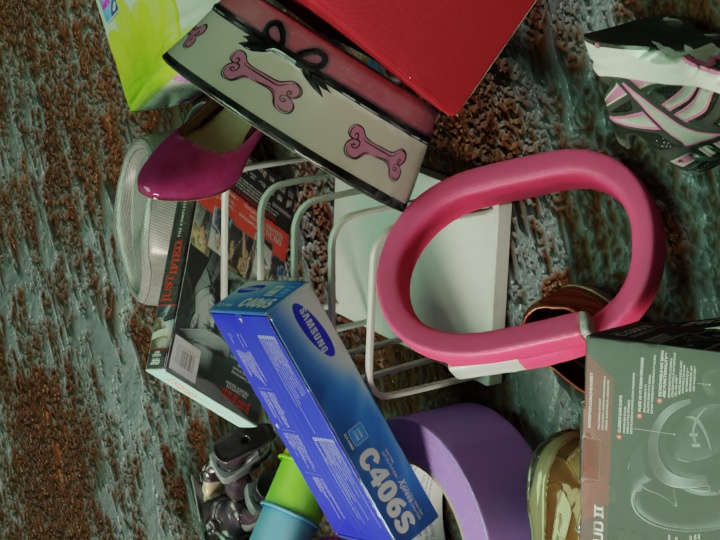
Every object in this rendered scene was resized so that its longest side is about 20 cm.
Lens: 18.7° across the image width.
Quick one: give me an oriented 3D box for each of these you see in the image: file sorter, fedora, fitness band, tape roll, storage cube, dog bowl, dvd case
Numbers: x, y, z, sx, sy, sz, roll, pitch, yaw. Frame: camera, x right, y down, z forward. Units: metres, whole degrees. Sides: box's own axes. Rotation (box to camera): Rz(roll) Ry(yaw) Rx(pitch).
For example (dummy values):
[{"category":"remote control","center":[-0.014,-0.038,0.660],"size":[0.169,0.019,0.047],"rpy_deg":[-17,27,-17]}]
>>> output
[{"category":"file sorter","center":[0.000,0.000,1.618],"size":[0.199,0.124,0.140],"rpy_deg":[24,118,49]},{"category":"fedora","center":[-0.152,-0.038,1.825],"size":[0.177,0.090,0.202],"rpy_deg":[-134,44,-57]},{"category":"fitness band","center":[0.104,-0.007,1.449],"size":[0.198,0.037,0.145],"rpy_deg":[-11,62,23]},{"category":"tape roll","center":[0.070,0.201,1.607],"size":[0.200,0.065,0.202],"rpy_deg":[29,124,55]},{"category":"storage cube","center":[0.016,-0.241,1.433],"size":[0.171,0.180,0.201],"rpy_deg":[36,91,44]},{"category":"dog bowl","center":[-0.034,-0.123,1.508],"size":[0.200,0.200,0.074],"rpy_deg":[38,97,43]},{"category":"dvd case","center":[-0.105,0.005,1.696],"size":[0.022,0.146,0.202],"rpy_deg":[-2,69,27]}]

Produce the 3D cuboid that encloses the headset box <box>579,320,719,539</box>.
[{"category":"headset box","center":[0.214,0.114,1.277],"size":[0.199,0.077,0.150],"rpy_deg":[5,98,33]}]

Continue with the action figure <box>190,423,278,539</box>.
[{"category":"action figure","center":[-0.097,0.201,1.859],"size":[0.131,0.069,0.200],"rpy_deg":[59,155,16]}]

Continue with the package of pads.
[{"category":"package of pads","center":[-0.148,-0.232,1.813],"size":[0.200,0.068,0.156],"rpy_deg":[-35,70,53]}]

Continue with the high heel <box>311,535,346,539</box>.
[{"category":"high heel","center":[-0.011,0.283,1.704],"size":[0.201,0.067,0.096],"rpy_deg":[82,164,-55]}]

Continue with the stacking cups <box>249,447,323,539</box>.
[{"category":"stacking cups","center":[-0.065,0.211,1.733],"size":[0.060,0.060,0.201],"rpy_deg":[13,75,52]}]

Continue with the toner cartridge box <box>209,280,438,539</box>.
[{"category":"toner cartridge box","center":[-0.026,0.102,1.561],"size":[0.095,0.043,0.201],"rpy_deg":[1,123,60]}]

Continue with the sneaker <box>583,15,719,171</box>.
[{"category":"sneaker","center":[0.221,-0.101,1.338],"size":[0.200,0.080,0.087],"rpy_deg":[25,131,58]}]

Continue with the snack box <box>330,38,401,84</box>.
[{"category":"snack box","center":[-0.014,-0.231,1.661],"size":[0.072,0.024,0.202],"rpy_deg":[-21,81,56]}]

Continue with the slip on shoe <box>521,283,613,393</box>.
[{"category":"slip on shoe","center":[0.183,0.070,1.431],"size":[0.200,0.061,0.075],"rpy_deg":[34,123,39]}]

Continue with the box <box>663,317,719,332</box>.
[{"category":"box","center":[0.241,0.129,1.337],"size":[0.160,0.049,0.202],"rpy_deg":[-9,93,34]}]

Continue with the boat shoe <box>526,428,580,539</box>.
[{"category":"boat shoe","center":[0.157,0.212,1.497],"size":[0.074,0.075,0.202],"rpy_deg":[8,106,50]}]

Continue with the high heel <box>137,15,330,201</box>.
[{"category":"high heel","center":[-0.095,-0.126,1.618],"size":[0.067,0.200,0.097],"rpy_deg":[26,131,22]}]
